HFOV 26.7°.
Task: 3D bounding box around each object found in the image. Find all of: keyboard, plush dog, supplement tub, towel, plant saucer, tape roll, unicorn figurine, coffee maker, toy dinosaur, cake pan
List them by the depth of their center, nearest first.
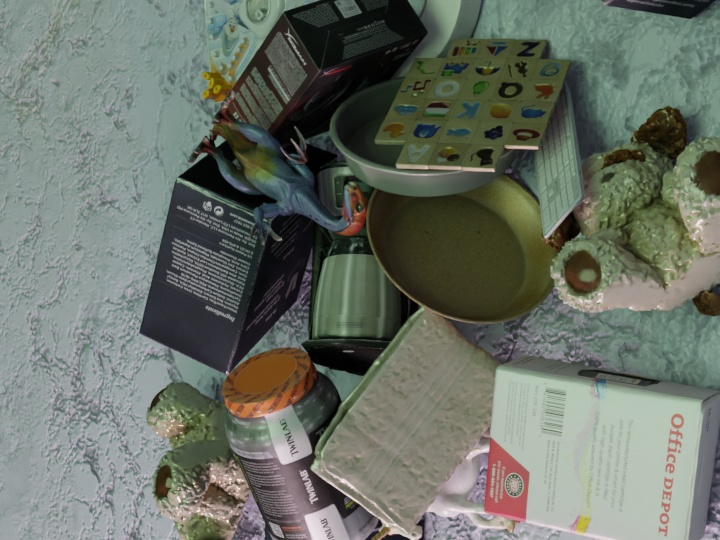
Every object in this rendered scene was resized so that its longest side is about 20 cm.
[{"bbox_3d":[0.261,-0.049,1.390,0.200,0.160,0.172,-39,47,12],"label":"plush dog"},{"bbox_3d":[0.185,-0.108,1.438,0.056,0.011,0.200,-45,23,30],"label":"keyboard"},{"bbox_3d":[0.053,0.148,1.485,0.200,0.132,0.034,-52,15,-1],"label":"towel"},{"bbox_3d":[0.098,-0.025,1.493,0.201,0.200,0.035,59,150,23],"label":"plant saucer"},{"bbox_3d":[0.070,-0.135,1.514,0.200,0.200,0.037,29,137,38],"label":"cake pan"},{"bbox_3d":[-0.072,-0.101,1.515,0.181,0.200,0.105,33,108,-6],"label":"toy dinosaur"},{"bbox_3d":[0.101,0.216,1.544,0.137,0.074,0.201,19,88,13],"label":"unicorn figurine"},{"bbox_3d":[-0.063,0.187,1.546,0.122,0.123,0.201,7,128,42],"label":"supplement tub"},{"bbox_3d":[0.000,0.000,1.595,0.192,0.134,0.201,138,137,-71],"label":"coffee maker"},{"bbox_3d":[0.043,-0.298,1.620,0.202,0.037,0.204,4,96,42],"label":"tape roll"},{"bbox_3d":[-0.177,0.251,1.793,0.200,0.160,0.172,-107,27,-52],"label":"plush dog"}]

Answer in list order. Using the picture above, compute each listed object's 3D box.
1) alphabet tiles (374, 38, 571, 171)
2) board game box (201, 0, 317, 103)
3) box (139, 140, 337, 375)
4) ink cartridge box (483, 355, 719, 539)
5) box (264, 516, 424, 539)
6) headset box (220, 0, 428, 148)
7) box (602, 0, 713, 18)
[{"bbox_3d":[0.110,-0.164,1.472,0.166,0.200,0.006,4,135,23],"label":"alphabet tiles"},{"bbox_3d":[-0.121,-0.309,1.778,0.199,0.026,0.201,-6,88,43],"label":"board game box"},{"bbox_3d":[-0.131,-0.028,1.650,0.117,0.197,0.201,23,119,11],"label":"box"},{"bbox_3d":[0.225,0.169,1.414,0.199,0.086,0.148,9,99,25],"label":"ink cartridge box"},{"bbox_3d":[-0.021,0.361,1.661,0.148,0.107,0.201,7,97,42],"label":"box"},{"bbox_3d":[-0.044,-0.203,1.574,0.077,0.149,0.200,58,144,11],"label":"headset box"},{"bbox_3d":[0.299,-0.321,1.302,0.200,0.148,0.107,-36,69,37],"label":"box"}]
